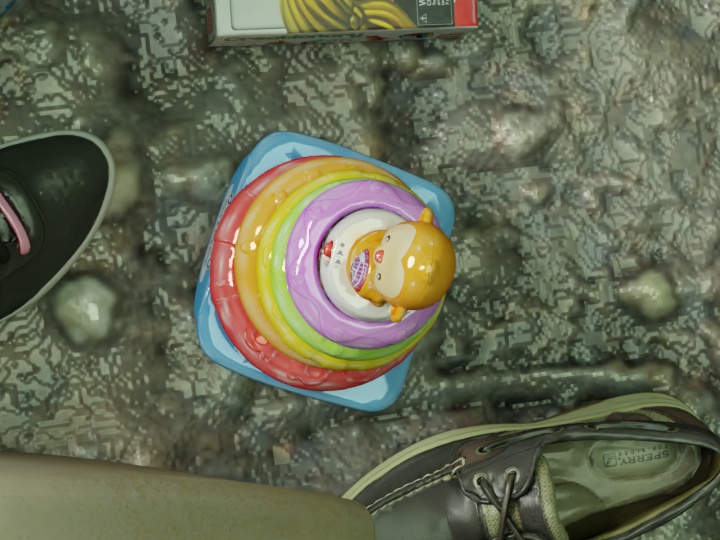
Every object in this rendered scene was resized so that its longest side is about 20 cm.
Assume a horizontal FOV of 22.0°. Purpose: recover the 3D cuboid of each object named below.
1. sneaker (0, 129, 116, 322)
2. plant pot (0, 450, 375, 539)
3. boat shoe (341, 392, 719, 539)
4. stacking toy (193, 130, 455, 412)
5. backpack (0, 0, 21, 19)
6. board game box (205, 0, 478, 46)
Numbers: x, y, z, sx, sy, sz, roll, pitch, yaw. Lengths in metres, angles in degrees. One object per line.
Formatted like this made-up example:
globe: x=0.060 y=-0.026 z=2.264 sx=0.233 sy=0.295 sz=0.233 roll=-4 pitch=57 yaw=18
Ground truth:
sneaker: x=-0.186 y=0.002 z=0.790 sx=0.199 sy=0.099 sz=0.071 roll=-33 pitch=95 yaw=-13
plant pot: x=-0.096 y=0.170 z=0.766 sx=0.176 sy=0.199 sz=0.202 roll=-3 pitch=90 yaw=-30
boat shoe: x=0.078 y=0.105 z=0.867 sx=0.199 sy=0.065 sz=0.074 roll=-20 pitch=95 yaw=-12
stacking toy: x=0.000 y=0.000 z=0.781 sx=0.109 sy=0.200 sz=0.117 roll=19 pitch=86 yaw=-12
backpack: x=-0.203 y=-0.173 z=0.761 sx=0.183 sy=0.147 sz=0.200 roll=40 pitch=72 yaw=-11
board game box: x=-0.014 y=-0.209 z=0.865 sx=0.125 sy=0.035 sz=0.202 roll=-4 pitch=90 yaw=-13
